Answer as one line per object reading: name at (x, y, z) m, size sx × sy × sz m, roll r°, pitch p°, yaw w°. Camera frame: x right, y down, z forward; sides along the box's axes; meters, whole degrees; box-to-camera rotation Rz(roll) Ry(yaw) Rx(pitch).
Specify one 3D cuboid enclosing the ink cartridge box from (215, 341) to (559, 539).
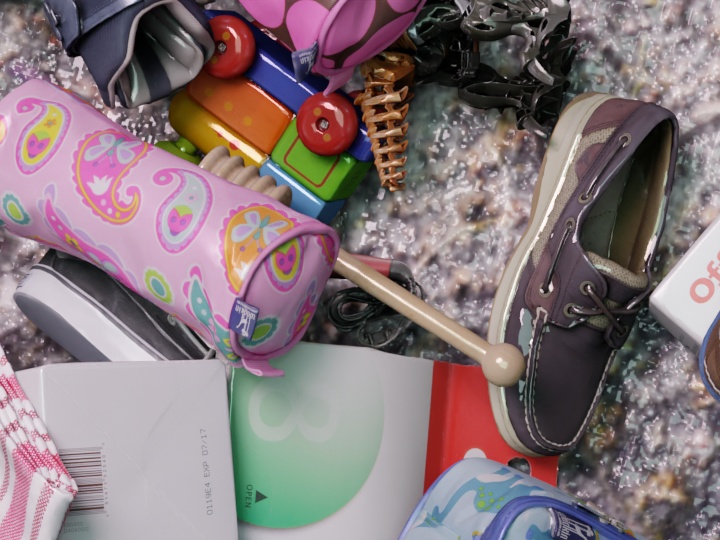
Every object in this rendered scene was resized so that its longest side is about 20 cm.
ink cartridge box at (0.016, 0.124, 1.095) m, size 0.199 × 0.050 × 0.162 m, roll 6°, pitch 85°, yaw -14°

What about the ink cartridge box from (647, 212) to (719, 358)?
ink cartridge box at (0.268, 0.027, 1.091) m, size 0.200 × 0.084 × 0.144 m, roll 41°, pitch 90°, yaw 10°

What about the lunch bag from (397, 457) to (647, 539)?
lunch bag at (0.071, 0.207, 1.067) m, size 0.082 × 0.160 × 0.201 m, roll 27°, pitch 86°, yaw 53°

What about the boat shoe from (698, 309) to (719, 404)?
boat shoe at (0.233, -0.020, 1.021) m, size 0.072 × 0.072 × 0.201 m, roll 26°, pitch 87°, yaw 10°

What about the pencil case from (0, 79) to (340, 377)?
pencil case at (-0.106, -0.023, 1.051) m, size 0.199 × 0.087 × 0.088 m, roll 29°, pitch 88°, yaw 27°

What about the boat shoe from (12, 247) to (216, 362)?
boat shoe at (-0.093, 0.051, 1.142) m, size 0.199 × 0.074 × 0.068 m, roll 37°, pitch 70°, yaw 3°

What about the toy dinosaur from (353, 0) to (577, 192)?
toy dinosaur at (0.046, -0.127, 1.125) m, size 0.135 × 0.102 × 0.201 m, roll 13°, pitch 80°, yaw 9°

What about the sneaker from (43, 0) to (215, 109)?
sneaker at (-0.154, -0.147, 1.120) m, size 0.077 × 0.202 × 0.147 m, roll -32°, pitch 94°, yaw -25°

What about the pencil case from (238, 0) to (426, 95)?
pencil case at (-0.056, -0.187, 1.078) m, size 0.090 × 0.094 × 0.200 m, roll -28°, pitch 67°, yaw -32°

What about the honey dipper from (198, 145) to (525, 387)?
honey dipper at (0.000, 0.000, 1.082) m, size 0.199 × 0.038 × 0.038 m, roll 31°, pitch 89°, yaw 12°

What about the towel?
towel at (-0.209, 0.094, 1.016) m, size 0.200 × 0.030 × 0.147 m, roll 52°, pitch 127°, yaw 37°

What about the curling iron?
curling iron at (-0.063, 0.003, 1.111) m, size 0.199 × 0.026 × 0.050 m, roll 12°, pitch 84°, yaw -4°

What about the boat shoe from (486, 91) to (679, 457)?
boat shoe at (0.122, 0.002, 1.111) m, size 0.072 × 0.065 × 0.201 m, roll 21°, pitch 81°, yaw -34°

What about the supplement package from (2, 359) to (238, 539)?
supplement package at (-0.165, 0.112, 1.072) m, size 0.199 × 0.109 × 0.115 m, roll -13°, pitch 79°, yaw 50°

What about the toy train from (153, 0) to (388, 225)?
toy train at (-0.088, -0.091, 1.155) m, size 0.200 × 0.085 × 0.116 m, roll 37°, pitch 104°, yaw 10°
